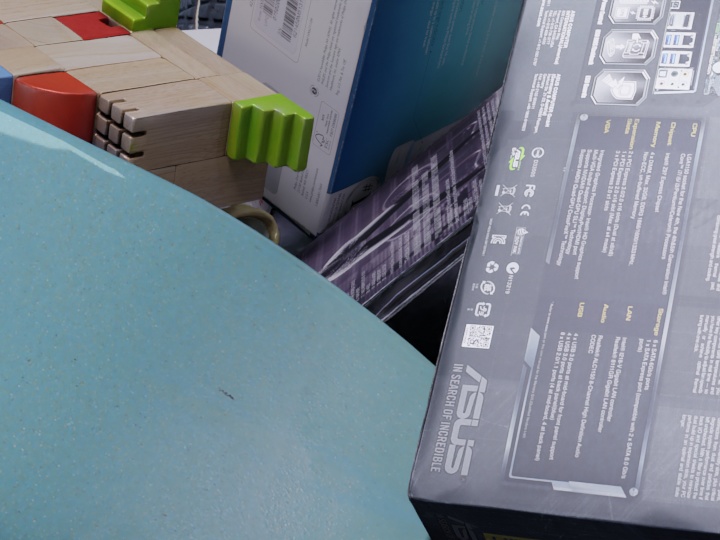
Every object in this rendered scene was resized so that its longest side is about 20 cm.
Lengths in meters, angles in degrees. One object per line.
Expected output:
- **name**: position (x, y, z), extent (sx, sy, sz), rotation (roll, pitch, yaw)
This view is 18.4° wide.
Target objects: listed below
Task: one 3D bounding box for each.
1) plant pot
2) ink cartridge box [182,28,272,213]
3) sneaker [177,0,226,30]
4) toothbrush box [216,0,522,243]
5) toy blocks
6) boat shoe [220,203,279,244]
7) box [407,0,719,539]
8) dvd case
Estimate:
- **plant pot**: position (-0.075, 0.061, 0.697), extent (0.199, 0.141, 0.142), rotation (22, 62, 3)
- **ink cartridge box**: position (-0.097, -0.072, 1.153), extent (0.199, 0.068, 0.115), rotation (-1, 31, 18)
- **sneaker**: position (-0.007, -0.119, 1.223), extent (0.199, 0.078, 0.086), rotation (13, 24, 25)
- **toothbrush box**: position (0.033, -0.123, 1.026), extent (0.200, 0.147, 0.085), rotation (-29, 57, -37)
- **toy blocks**: position (-0.136, -0.074, 0.955), extent (0.136, 0.100, 0.200), rotation (-14, 36, -39)
- **boat shoe**: position (-0.081, 0.017, 0.916), extent (0.063, 0.073, 0.201), rotation (-24, 8, 16)
- **box**: position (0.112, -0.006, 0.645), extent (0.157, 0.051, 0.201), rotation (3, 63, 21)
- **dvd case**: position (0.000, 0.000, 0.917), extent (0.200, 0.016, 0.149), rotation (-39, 14, 12)
